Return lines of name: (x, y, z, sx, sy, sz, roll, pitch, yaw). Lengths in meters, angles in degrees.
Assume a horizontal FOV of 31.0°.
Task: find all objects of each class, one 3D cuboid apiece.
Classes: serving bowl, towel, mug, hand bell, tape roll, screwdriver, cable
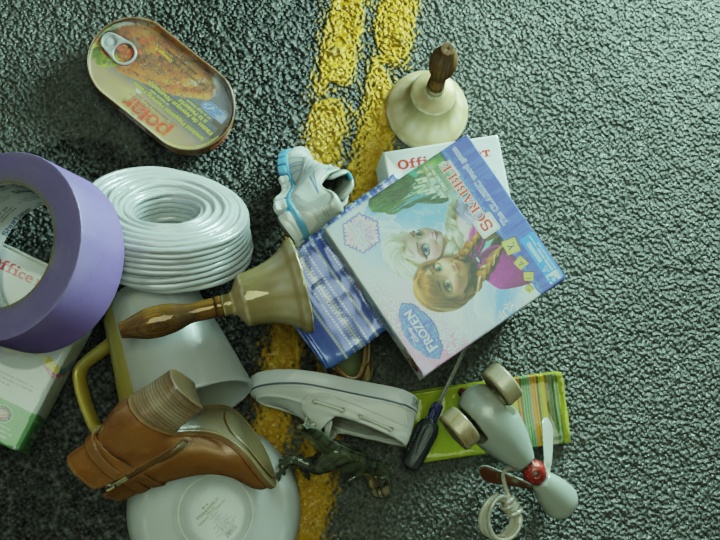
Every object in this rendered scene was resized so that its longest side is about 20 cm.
serving bowl: (-0.163, 0.271, 1.450, 0.198, 0.066, 0.202, 1, 83, -9)
towel: (0.000, 0.000, 1.473, 0.199, 0.024, 0.145, -35, 82, -7)
mug: (-0.234, 0.095, 1.458, 0.185, 0.150, 0.154, -19, 72, -15)
towel: (0.147, 0.173, 1.529, 0.198, 0.018, 0.087, -7, 78, -6)
hand bell: (-0.158, 0.040, 1.383, 0.198, 0.104, 0.105, -14, 79, -9)
hand bell: (0.091, -0.221, 1.517, 0.103, 0.200, 0.105, 1, 77, -5)
tape roll: (-0.356, -0.017, 1.373, 0.198, 0.085, 0.202, -6, 75, 21)
screwdriver: (0.098, 0.140, 1.511, 0.028, 0.029, 0.201, 26, 80, -1)
cable: (-0.220, -0.049, 1.472, 0.198, 0.200, 0.070, 0, 121, -11)

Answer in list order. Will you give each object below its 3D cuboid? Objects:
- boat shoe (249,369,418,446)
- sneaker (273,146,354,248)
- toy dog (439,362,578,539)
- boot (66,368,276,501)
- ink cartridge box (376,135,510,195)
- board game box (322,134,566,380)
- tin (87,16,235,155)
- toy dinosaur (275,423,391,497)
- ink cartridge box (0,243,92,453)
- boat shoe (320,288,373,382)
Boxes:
boat shoe: (-0.035, 0.161, 1.476, 0.198, 0.072, 0.066, 10, 64, 7)
sneaker: (-0.048, -0.096, 1.492, 0.086, 0.200, 0.075, -25, 118, 10)
toy dog: (0.165, 0.198, 1.489, 0.131, 0.096, 0.201, -20, 103, -9)
boot: (-0.197, 0.207, 1.379, 0.155, 0.200, 0.077, -39, 40, 11)
ink cartridge box: (0.108, -0.046, 1.540, 0.145, 0.086, 0.202, -10, 80, -5)
board game box: (0.093, -0.016, 1.453, 0.199, 0.041, 0.201, -34, 84, -9)
tin: (-0.242, -0.222, 1.576, 0.200, 0.042, 0.112, 39, 74, 5)
toy dinosaur: (-0.043, 0.211, 1.454, 0.088, 0.200, 0.048, -22, 55, 25)
ink cartridge box: (-0.400, 0.086, 1.472, 0.144, 0.088, 0.201, 25, 78, 1)
boat shoe: (-0.025, 0.042, 1.515, 0.075, 0.074, 0.201, -15, 80, -7)
